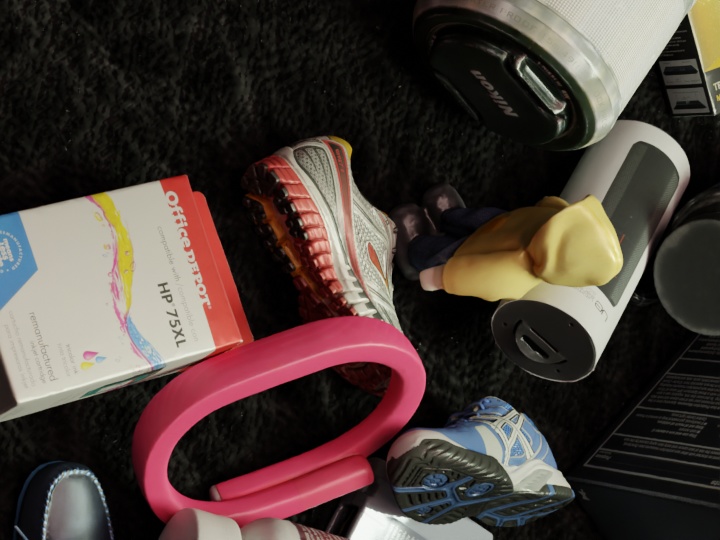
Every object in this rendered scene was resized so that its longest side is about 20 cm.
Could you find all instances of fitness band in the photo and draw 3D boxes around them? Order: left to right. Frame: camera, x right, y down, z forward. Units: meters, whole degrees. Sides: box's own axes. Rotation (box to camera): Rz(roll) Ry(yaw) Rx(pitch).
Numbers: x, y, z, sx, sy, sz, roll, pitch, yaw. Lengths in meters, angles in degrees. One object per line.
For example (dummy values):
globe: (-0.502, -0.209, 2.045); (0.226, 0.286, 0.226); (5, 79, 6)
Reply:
fitness band: (-0.051, 0.099, 1.406); (0.200, 0.037, 0.144); (-20, 136, -13)

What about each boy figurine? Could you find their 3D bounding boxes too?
boy figurine: (0.097, -0.018, 1.462); (0.124, 0.200, 0.064); (-29, 107, -26)

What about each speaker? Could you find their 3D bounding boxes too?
speaker: (0.165, -0.015, 1.549); (0.081, 0.081, 0.200); (53, 48, -24)

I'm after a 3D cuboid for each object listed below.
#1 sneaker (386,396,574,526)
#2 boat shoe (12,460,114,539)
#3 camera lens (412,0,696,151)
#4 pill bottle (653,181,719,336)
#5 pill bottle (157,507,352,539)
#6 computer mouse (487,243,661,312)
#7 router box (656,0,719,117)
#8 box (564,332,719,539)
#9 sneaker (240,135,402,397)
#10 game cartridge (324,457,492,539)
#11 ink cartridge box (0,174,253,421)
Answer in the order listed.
sneaker: (0.074, 0.130, 1.507); (0.200, 0.076, 0.077); (21, 45, -58)
boat shoe: (-0.167, 0.219, 1.367); (0.084, 0.069, 0.200); (-13, 99, -33)
camera lens: (0.143, -0.196, 1.511); (0.160, 0.160, 0.200); (46, 67, -27)
pill bottle: (0.289, -0.016, 1.602); (0.200, 0.112, 0.112); (-24, 107, -60)
pill bottle: (-0.034, 0.222, 1.401); (0.200, 0.110, 0.110); (19, 81, -21)
computer mouse: (0.163, 0.007, 1.614); (0.200, 0.034, 0.059); (-3, 73, -39)
router box: (0.306, -0.225, 1.686); (0.200, 0.052, 0.157); (-26, 106, -31)
box: (0.296, 0.140, 1.604); (0.198, 0.200, 0.123); (-44, 115, -24)
sneaker: (0.000, 0.000, 1.470); (0.082, 0.078, 0.200); (-35, 111, -30)
game cartridge: (0.011, 0.248, 1.512); (0.133, 0.040, 0.200); (36, 72, -26)
ink cartridge box: (-0.154, 0.012, 1.354); (0.200, 0.067, 0.116); (-16, 83, -33)
